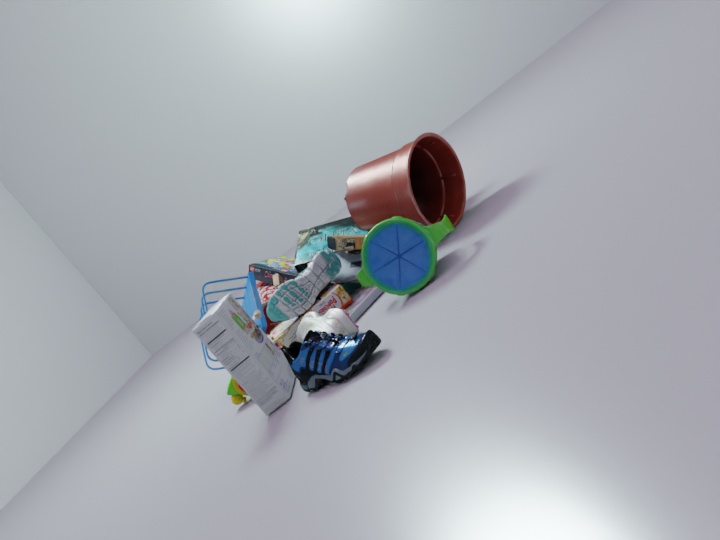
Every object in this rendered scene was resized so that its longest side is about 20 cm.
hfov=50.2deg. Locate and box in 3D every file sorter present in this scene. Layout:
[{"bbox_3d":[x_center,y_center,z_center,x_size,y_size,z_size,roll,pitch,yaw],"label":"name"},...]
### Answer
[{"bbox_3d":[-0.294,0.121,1.733,0.122,0.139,0.200,-8,-29,-19],"label":"file sorter"}]

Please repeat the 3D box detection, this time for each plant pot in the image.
[{"bbox_3d":[0.085,-0.167,1.608,0.194,0.202,0.201,-9,27,41],"label":"plant pot"}]

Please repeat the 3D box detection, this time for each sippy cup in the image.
[{"bbox_3d":[0.081,-0.034,1.391,0.177,0.141,0.130,4,11,15],"label":"sippy cup"}]

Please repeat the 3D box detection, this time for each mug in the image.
[{"bbox_3d":[-0.191,0.085,1.876,0.177,0.134,0.200,-41,12,0],"label":"mug"}]

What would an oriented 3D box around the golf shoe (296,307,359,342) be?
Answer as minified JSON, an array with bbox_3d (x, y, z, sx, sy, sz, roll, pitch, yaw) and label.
[{"bbox_3d":[-0.083,0.124,1.425,0.092,0.075,0.200,-48,11,-28],"label":"golf shoe"}]

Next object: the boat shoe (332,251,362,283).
[{"bbox_3d":[0.000,0.000,1.645,0.199,0.065,0.074,1,70,52],"label":"boat shoe"}]

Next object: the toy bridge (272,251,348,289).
[{"bbox_3d":[-0.107,0.015,1.792,0.199,0.068,0.027,-17,-31,11],"label":"toy bridge"}]

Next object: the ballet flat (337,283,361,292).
[{"bbox_3d":[-0.063,0.040,1.740,0.199,0.071,0.065,-32,46,2],"label":"ballet flat"}]

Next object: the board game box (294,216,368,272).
[{"bbox_3d":[-0.062,-0.072,1.879,0.199,0.028,0.136,-14,40,15],"label":"board game box"}]

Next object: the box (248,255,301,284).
[{"bbox_3d":[-0.161,0.009,1.921,0.199,0.038,0.136,13,17,30],"label":"box"}]

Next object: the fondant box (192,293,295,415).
[{"bbox_3d":[-0.203,0.147,1.383,0.058,0.200,0.144,-37,8,7],"label":"fondant box"}]

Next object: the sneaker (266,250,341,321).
[{"bbox_3d":[-0.120,0.045,1.598,0.200,0.078,0.091,-40,-6,-30],"label":"sneaker"}]

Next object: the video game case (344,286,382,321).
[{"bbox_3d":[-0.028,0.079,1.592,0.143,0.018,0.200,-46,11,-32],"label":"video game case"}]

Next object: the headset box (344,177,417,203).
[{"bbox_3d":[0.096,-0.163,1.778,0.200,0.174,0.093,-30,12,39],"label":"headset box"}]

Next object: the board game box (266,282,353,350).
[{"bbox_3d":[-0.117,0.105,1.614,0.200,0.046,0.151,-40,9,-7],"label":"board game box"}]

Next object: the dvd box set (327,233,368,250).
[{"bbox_3d":[0.034,-0.064,1.652,0.198,0.030,0.146,-4,4,-10],"label":"dvd box set"}]

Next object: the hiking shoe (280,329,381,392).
[{"bbox_3d":[-0.053,0.131,1.217,0.200,0.087,0.074,-31,12,42],"label":"hiking shoe"}]

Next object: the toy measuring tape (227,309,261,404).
[{"bbox_3d":[-0.211,0.181,1.539,0.074,0.073,0.201,-91,21,-79],"label":"toy measuring tape"}]
